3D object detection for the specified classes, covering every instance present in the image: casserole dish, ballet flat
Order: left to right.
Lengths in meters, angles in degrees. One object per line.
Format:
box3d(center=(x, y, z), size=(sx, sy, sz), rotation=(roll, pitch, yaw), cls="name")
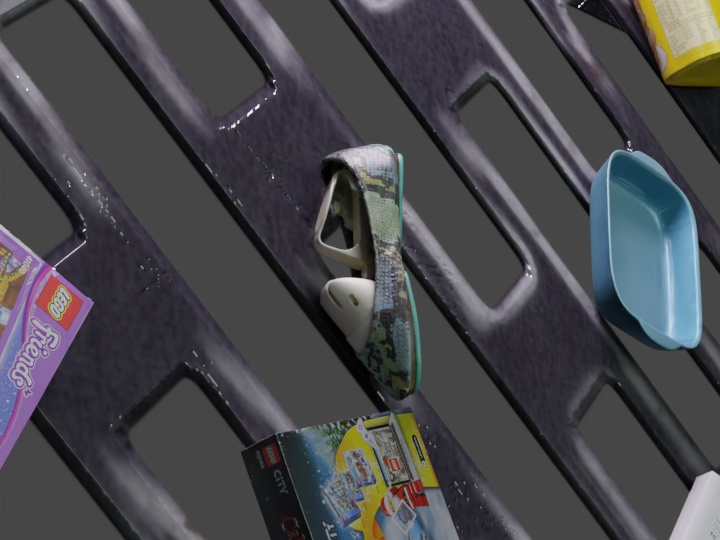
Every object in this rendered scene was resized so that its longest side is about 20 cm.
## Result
box3d(center=(0.000, 0.000, 1.244), size=(0.074, 0.074, 0.200), rotation=(20, 51, -37), cls="ballet flat")
box3d(center=(0.245, -0.013, 1.518), size=(0.121, 0.039, 0.200), rotation=(29, 49, -32), cls="casserole dish")

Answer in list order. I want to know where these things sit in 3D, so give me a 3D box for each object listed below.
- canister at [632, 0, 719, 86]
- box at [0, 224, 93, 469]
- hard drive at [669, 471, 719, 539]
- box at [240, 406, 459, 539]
box3d(center=(0.326, -0.289, 1.739), size=(0.148, 0.086, 0.200), rotation=(-5, 72, -48), cls="canister")
box3d(center=(-0.245, 0.049, 0.964), size=(0.137, 0.039, 0.200), rotation=(42, 42, -19), cls="box")
box3d(center=(0.289, 0.272, 1.395), size=(0.132, 0.026, 0.200), rotation=(51, 40, -10), cls="hard drive")
box3d(center=(0.012, 0.196, 1.142), size=(0.136, 0.038, 0.200), rotation=(-6, 71, -48), cls="box")
